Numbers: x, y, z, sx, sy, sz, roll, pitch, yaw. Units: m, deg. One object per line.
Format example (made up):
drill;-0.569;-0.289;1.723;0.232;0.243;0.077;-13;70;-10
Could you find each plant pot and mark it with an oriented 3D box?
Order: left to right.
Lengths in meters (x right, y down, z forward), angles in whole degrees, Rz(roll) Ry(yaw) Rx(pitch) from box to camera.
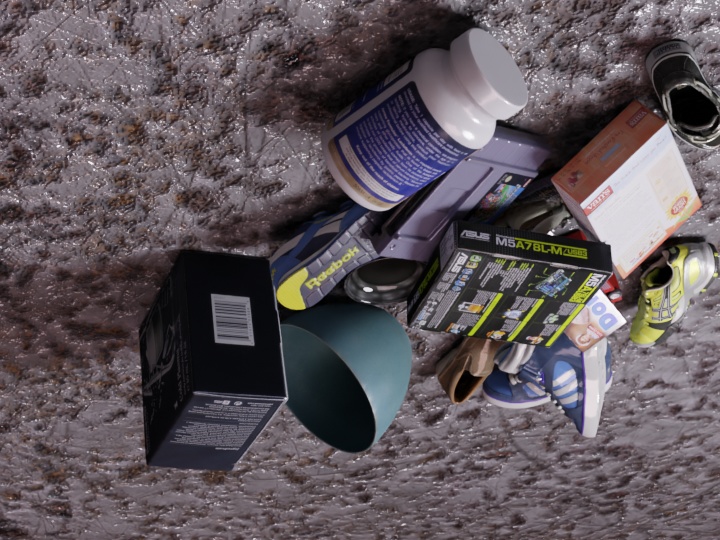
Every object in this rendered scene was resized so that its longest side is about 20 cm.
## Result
plant pot;-0.011;0.120;1.742;0.135;0.200;0.200;-37;164;-33

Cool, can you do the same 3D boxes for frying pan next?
frying pan;-0.001;0.009;1.685;0.190;0.031;0.115;0;147;-11

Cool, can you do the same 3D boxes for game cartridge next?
game cartridge;0.117;-0.083;1.517;0.130;0.038;0.200;10;132;-42

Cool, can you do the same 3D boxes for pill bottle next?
pill bottle;0.065;-0.155;1.357;0.200;0.116;0.116;-33;143;32

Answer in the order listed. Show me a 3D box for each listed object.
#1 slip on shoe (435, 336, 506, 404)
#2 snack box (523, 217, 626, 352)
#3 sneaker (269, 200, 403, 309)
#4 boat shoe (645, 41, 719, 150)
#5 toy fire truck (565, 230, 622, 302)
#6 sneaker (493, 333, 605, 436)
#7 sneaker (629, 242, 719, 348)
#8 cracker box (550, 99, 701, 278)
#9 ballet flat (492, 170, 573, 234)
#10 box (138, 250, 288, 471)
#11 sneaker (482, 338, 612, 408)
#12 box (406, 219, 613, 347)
slip on shoe;0.171;0.122;1.893;0.076;0.061;0.200;8;144;-28
snack box;0.255;0.021;1.678;0.072;0.024;0.200;-38;122;11
sneaker;-0.026;-0.041;1.565;0.200;0.082;0.074;-34;132;1
boat shoe;0.369;-0.174;1.470;0.071;0.064;0.200;-25;146;22
toy fire truck;0.251;0.008;1.745;0.141;0.049;0.200;-22;148;19
sneaker;0.260;0.141;1.835;0.146;0.081;0.200;5;130;17
sneaker;0.411;0.029;1.819;0.076;0.075;0.200;8;134;-16
cracker box;0.314;-0.091;1.548;0.134;0.058;0.200;-43;145;0
ballet flat;0.175;-0.056;1.599;0.200;0.072;0.072;-23;147;20
box;-0.186;0.114;1.635;0.124;0.200;0.197;6;145;-23
sneaker;0.263;0.123;1.928;0.200;0.081;0.147;-7;133;16
box;0.173;0.020;1.582;0.193;0.048;0.200;6;149;-12
